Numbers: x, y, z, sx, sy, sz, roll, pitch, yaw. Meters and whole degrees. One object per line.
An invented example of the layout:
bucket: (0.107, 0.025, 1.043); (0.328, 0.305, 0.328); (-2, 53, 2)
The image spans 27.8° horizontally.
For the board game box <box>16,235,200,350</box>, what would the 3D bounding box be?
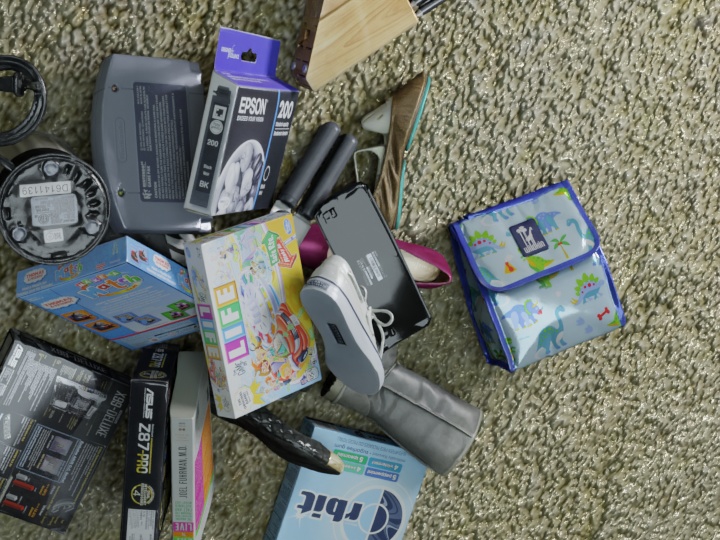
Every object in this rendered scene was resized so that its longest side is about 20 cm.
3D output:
board game box: (-0.256, 0.029, 1.613); (0.200, 0.151, 0.037); (33, 47, -54)

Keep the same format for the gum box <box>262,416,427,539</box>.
gum box: (-0.021, 0.303, 1.855); (0.170, 0.045, 0.200); (17, 97, -23)

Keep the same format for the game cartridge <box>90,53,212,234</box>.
game cartridge: (-0.235, -0.140, 1.628); (0.133, 0.041, 0.200); (1, 81, -38)

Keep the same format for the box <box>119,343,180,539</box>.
box: (-0.243, 0.200, 1.686); (0.049, 0.161, 0.200); (4, 101, -4)

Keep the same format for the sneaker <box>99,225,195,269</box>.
sneaker: (-0.244, -0.016, 1.688); (0.112, 0.073, 0.200); (-33, 103, -6)

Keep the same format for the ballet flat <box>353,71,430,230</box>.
ballet flat: (0.030, -0.147, 1.762); (0.072, 0.068, 0.200); (12, 103, -2)

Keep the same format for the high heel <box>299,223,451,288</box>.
high heel: (0.011, -0.012, 1.761); (0.200, 0.096, 0.067); (14, 98, -22)

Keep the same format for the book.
book: (-0.198, 0.214, 1.691); (0.048, 0.134, 0.200); (3, 120, -2)

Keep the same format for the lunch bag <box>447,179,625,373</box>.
lunch bag: (0.218, 0.005, 1.832); (0.170, 0.127, 0.200); (-20, 96, -12)

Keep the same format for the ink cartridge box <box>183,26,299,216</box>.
ink cartridge box: (-0.126, -0.165, 1.630); (0.043, 0.198, 0.200); (14, 99, 14)

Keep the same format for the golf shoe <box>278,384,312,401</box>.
golf shoe: (-0.119, 0.061, 1.748); (0.078, 0.094, 0.200); (-5, 79, -30)

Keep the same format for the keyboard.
keyboard: (0.000, 0.000, 1.741); (0.104, 0.040, 0.200); (-29, 105, -12)

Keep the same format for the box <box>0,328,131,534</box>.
box: (-0.376, 0.189, 1.696); (0.158, 0.050, 0.200); (24, 94, -24)

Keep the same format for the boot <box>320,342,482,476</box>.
boot: (0.071, 0.137, 1.817); (0.200, 0.073, 0.182); (30, 93, -11)

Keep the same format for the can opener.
can opener: (-0.064, -0.084, 1.714); (0.053, 0.067, 0.200); (34, 80, -19)

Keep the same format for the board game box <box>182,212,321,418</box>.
board game box: (-0.118, 0.048, 1.627); (0.134, 0.034, 0.200); (-22, 108, -40)

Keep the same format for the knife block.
knife block: (0.025, -0.297, 1.714); (0.175, 0.064, 0.200); (10, 99, -21)

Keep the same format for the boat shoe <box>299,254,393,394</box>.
boat shoe: (-0.008, 0.056, 1.685); (0.086, 0.075, 0.202); (-60, 142, -32)

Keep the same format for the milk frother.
milk frother: (-0.359, -0.127, 1.551); (0.180, 0.188, 0.200); (12, 98, -22)

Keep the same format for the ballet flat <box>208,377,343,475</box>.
ballet flat: (-0.101, 0.186, 1.764); (0.200, 0.066, 0.057); (34, 63, -7)
